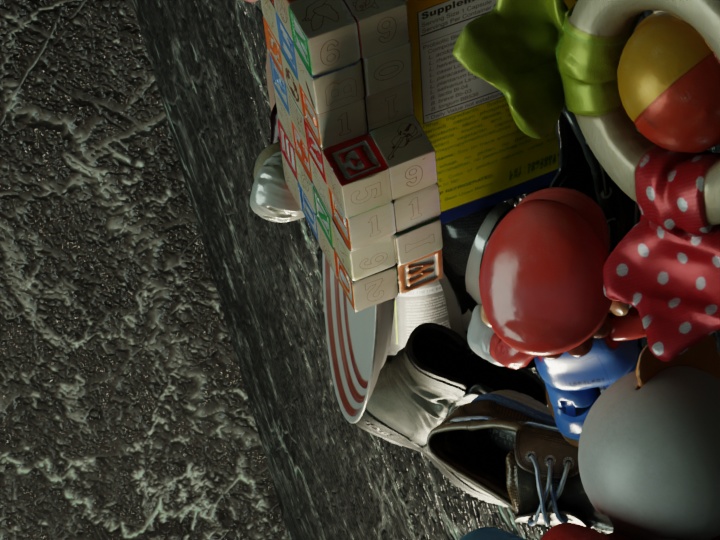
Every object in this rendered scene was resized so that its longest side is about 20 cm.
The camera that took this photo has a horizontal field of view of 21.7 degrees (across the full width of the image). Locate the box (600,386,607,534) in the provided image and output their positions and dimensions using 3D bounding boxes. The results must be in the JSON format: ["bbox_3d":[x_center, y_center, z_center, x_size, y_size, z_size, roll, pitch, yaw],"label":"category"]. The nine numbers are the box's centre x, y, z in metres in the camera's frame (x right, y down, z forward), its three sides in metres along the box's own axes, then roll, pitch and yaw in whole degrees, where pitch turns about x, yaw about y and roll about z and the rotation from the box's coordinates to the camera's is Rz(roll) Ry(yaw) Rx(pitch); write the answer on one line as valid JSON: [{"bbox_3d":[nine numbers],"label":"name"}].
[{"bbox_3d":[0.179,0.148,1.199,0.121,0.032,0.202,138,114,-79],"label":"box"}]

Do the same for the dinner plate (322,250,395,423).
[{"bbox_3d":[0.000,0.000,1.248,0.200,0.024,0.202,180,90,-81],"label":"dinner plate"}]

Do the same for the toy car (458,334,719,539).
[{"bbox_3d":[0.169,0.125,0.991,0.184,0.176,0.202,16,92,50],"label":"toy car"}]

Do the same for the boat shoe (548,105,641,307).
[{"bbox_3d":[0.131,-0.041,1.043,0.201,0.056,0.069,85,162,-53],"label":"boat shoe"}]

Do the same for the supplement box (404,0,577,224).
[{"bbox_3d":[0.057,-0.139,1.107,0.201,0.108,0.110,85,162,-52],"label":"supplement box"}]

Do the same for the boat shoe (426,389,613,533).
[{"bbox_3d":[0.120,0.127,1.141,0.199,0.072,0.073,12,111,50],"label":"boat shoe"}]

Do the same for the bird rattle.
[{"bbox_3d":[0.138,-0.068,0.869,0.201,0.112,0.163,64,152,15],"label":"bird rattle"}]

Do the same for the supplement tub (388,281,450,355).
[{"bbox_3d":[0.038,-0.007,1.407,0.201,0.122,0.123,86,161,-55],"label":"supplement tub"}]

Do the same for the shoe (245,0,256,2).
[{"bbox_3d":[-0.055,-0.262,1.510,0.200,0.090,0.072,164,86,-80],"label":"shoe"}]

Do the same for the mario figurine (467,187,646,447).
[{"bbox_3d":[0.122,0.015,1.026,0.106,0.123,0.200,49,175,36],"label":"mario figurine"}]

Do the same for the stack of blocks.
[{"bbox_3d":[-0.005,-0.087,1.060,0.201,0.058,0.116,84,162,-51],"label":"stack of blocks"}]

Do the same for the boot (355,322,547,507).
[{"bbox_3d":[0.092,0.104,1.292,0.130,0.199,0.068,-28,41,59],"label":"boot"}]

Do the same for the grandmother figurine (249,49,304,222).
[{"bbox_3d":[-0.042,-0.100,1.252,0.201,0.060,0.122,-83,-14,-52],"label":"grandmother figurine"}]

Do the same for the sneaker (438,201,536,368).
[{"bbox_3d":[0.113,0.026,1.224,0.111,0.073,0.200,28,164,35],"label":"sneaker"}]
